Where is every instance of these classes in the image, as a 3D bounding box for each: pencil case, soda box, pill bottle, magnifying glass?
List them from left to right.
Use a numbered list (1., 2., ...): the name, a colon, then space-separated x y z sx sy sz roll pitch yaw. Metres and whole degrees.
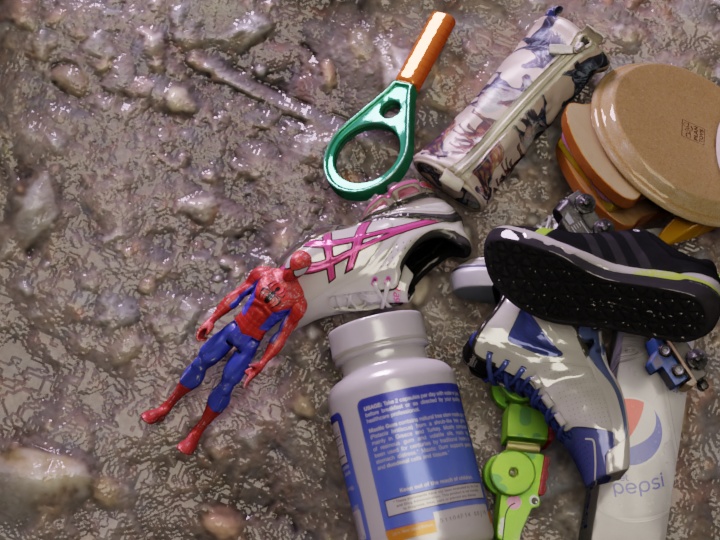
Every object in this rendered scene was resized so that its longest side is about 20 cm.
1. magnifying glass: 0.032 -0.148 1.544 0.079 0.022 0.200 16 66 30
2. pill bottle: 0.035 0.139 1.439 0.112 0.112 0.200 -12 77 -6
3. pencil case: 0.134 -0.139 1.525 0.078 0.089 0.200 40 78 7
4. soda box: 0.235 0.143 1.472 0.063 0.068 0.200 12 76 0

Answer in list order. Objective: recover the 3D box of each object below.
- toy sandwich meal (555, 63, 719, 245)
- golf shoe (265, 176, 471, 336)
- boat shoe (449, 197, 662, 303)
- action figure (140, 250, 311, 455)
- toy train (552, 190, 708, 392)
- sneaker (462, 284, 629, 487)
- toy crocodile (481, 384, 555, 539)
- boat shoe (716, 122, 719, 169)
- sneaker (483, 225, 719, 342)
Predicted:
1. toy sandwich meal: 0.272 -0.099 1.526 0.205 0.070 0.205 15 48 -17
2. golf shoe: 0.000 0.000 1.477 0.200 0.073 0.092 -33 52 -9
3. boat shoe: 0.175 -0.019 1.506 0.202 0.075 0.086 -3 77 -7
4. action figure: -0.103 0.063 1.441 0.065 0.052 0.200 40 101 11
5. toy train: 0.225 0.022 1.451 0.046 0.034 0.200 -32 78 -11
6. sneaker: 0.146 0.087 1.414 0.115 0.081 0.200 -11 70 -3
7. toy crocodile: 0.140 0.139 1.467 0.062 0.068 0.200 8 76 -1
8. boat shoe: 0.367 -0.143 1.516 0.072 0.060 0.200 33 50 -3
9. sneaker: 0.198 0.002 1.384 0.200 0.072 0.083 18 39 8
